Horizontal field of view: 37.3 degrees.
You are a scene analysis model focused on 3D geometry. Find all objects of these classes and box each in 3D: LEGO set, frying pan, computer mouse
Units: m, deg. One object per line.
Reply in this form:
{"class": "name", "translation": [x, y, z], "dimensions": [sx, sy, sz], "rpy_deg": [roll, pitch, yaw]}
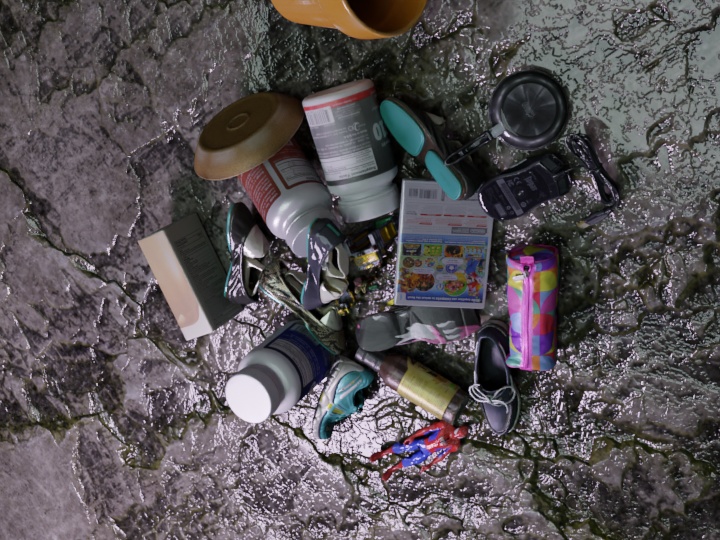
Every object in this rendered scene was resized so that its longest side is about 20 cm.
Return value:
{"class": "LEGO set", "translation": [0.000, 0.000, 1.716], "dimensions": [0.200, 0.116, 0.154], "rpy_deg": [-7, 107, 31]}
{"class": "frying pan", "translation": [0.203, -0.221, 1.522], "dimensions": [0.190, 0.031, 0.115], "rpy_deg": [-10, 96, 4]}
{"class": "computer mouse", "translation": [0.281, -0.114, 1.565], "dimensions": [0.200, 0.046, 0.140], "rpy_deg": [-30, 107, 34]}

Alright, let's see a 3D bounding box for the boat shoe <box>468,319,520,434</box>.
{"class": "boat shoe", "translation": [0.216, 0.180, 1.708], "dimensions": [0.075, 0.062, 0.200], "rpy_deg": [8, 115, 23]}

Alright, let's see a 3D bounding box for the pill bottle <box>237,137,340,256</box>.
{"class": "pill bottle", "translation": [-0.114, -0.122, 1.688], "dimensions": [0.112, 0.112, 0.200], "rpy_deg": [-55, 53, 34]}

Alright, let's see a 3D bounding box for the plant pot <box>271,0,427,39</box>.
{"class": "plant pot", "translation": [-0.031, -0.426, 1.523], "dimensions": [0.183, 0.200, 0.200], "rpy_deg": [5, 114, 45]}

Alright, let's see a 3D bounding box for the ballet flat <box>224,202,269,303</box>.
{"class": "ballet flat", "translation": [-0.192, -0.026, 1.840], "dimensions": [0.068, 0.068, 0.200], "rpy_deg": [17, 128, 13]}

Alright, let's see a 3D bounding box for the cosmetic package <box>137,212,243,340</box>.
{"class": "cosmetic package", "translation": [-0.300, 0.011, 1.896], "dimensions": [0.071, 0.105, 0.200], "rpy_deg": [-19, 99, 34]}

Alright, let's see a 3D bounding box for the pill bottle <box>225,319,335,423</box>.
{"class": "pill bottle", "translation": [-0.138, 0.174, 1.817], "dimensions": [0.120, 0.200, 0.120], "rpy_deg": [11, 116, 25]}

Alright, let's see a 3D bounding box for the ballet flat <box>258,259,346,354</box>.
{"class": "ballet flat", "translation": [-0.083, 0.058, 1.809], "dimensions": [0.200, 0.068, 0.075], "rpy_deg": [43, 117, -7]}

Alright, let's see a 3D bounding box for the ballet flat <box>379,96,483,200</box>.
{"class": "ballet flat", "translation": [0.110, -0.187, 1.601], "dimensions": [0.200, 0.068, 0.068], "rpy_deg": [53, 146, 13]}

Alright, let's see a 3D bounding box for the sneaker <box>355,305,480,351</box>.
{"class": "sneaker", "translation": [0.095, 0.079, 1.729], "dimensions": [0.200, 0.086, 0.080], "rpy_deg": [-6, 92, 10]}

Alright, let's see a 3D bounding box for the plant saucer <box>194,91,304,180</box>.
{"class": "plant saucer", "translation": [-0.184, -0.222, 1.676], "dimensions": [0.200, 0.200, 0.035], "rpy_deg": [-9, 132, 31]}

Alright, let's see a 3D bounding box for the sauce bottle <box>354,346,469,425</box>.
{"class": "sauce bottle", "translation": [0.084, 0.181, 1.780], "dimensions": [0.200, 0.065, 0.065], "rpy_deg": [31, 122, 13]}

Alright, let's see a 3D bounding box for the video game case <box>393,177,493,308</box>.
{"class": "video game case", "translation": [0.128, -0.040, 1.640], "dimensions": [0.143, 0.018, 0.200], "rpy_deg": [3, 108, -3]}

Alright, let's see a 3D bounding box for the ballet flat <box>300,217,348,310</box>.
{"class": "ballet flat", "translation": [-0.052, 0.004, 1.641], "dimensions": [0.073, 0.073, 0.200], "rpy_deg": [27, 140, 17]}

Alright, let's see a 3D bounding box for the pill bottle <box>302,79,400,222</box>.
{"class": "pill bottle", "translation": [-0.008, -0.184, 1.646], "dimensions": [0.114, 0.114, 0.200], "rpy_deg": [-8, 107, 31]}

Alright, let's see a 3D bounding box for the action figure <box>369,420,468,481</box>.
{"class": "action figure", "translation": [0.106, 0.307, 1.834], "dimensions": [0.200, 0.052, 0.065], "rpy_deg": [-31, 90, 32]}

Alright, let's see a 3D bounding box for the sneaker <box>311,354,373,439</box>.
{"class": "sneaker", "translation": [-0.034, 0.233, 1.857], "dimensions": [0.080, 0.078, 0.200], "rpy_deg": [20, 133, -2]}

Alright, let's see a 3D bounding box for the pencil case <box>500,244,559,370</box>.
{"class": "pencil case", "translation": [0.259, 0.056, 1.618], "dimensions": [0.088, 0.088, 0.200], "rpy_deg": [6, 115, 27]}
